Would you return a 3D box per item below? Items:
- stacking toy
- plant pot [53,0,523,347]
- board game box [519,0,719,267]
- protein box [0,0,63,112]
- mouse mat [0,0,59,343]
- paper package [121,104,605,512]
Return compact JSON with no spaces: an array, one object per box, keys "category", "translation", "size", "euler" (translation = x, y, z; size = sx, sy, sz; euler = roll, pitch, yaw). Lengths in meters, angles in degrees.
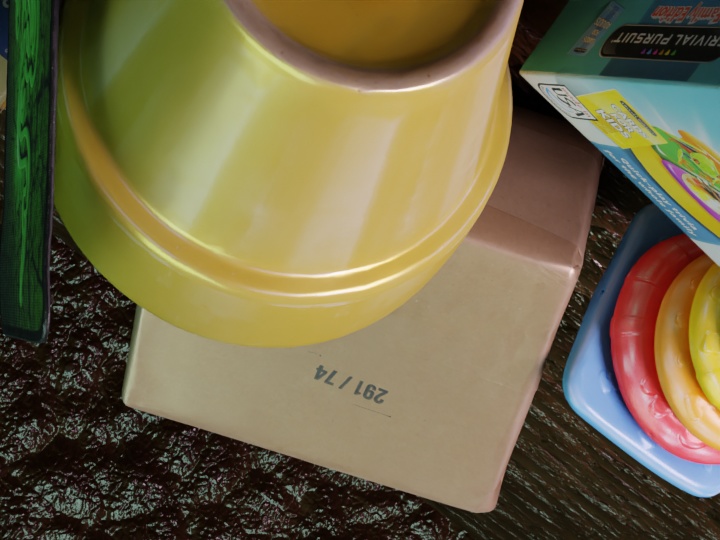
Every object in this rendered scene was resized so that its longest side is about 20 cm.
[{"category":"stacking toy","translation":[0.192,0.028,1.008],"size":[0.109,0.117,0.200],"euler":[34,159,-19]},{"category":"plant pot","translation":[-0.022,-0.092,0.925],"size":[0.200,0.201,0.189],"euler":[37,155,1]},{"category":"board game box","translation":[0.165,-0.040,0.867],"size":[0.151,0.047,0.200],"euler":[41,171,-21]},{"category":"protein box","translation":[-0.300,-0.202,1.566],"size":[0.200,0.135,0.198],"euler":[39,171,-8]},{"category":"mouse mat","translation":[-0.141,-0.071,0.976],"size":[0.007,0.202,0.161],"euler":[3,179,-15]},{"category":"paper package","translation":[0.000,0.000,1.112],"size":[0.198,0.104,0.192],"euler":[17,133,0]}]
